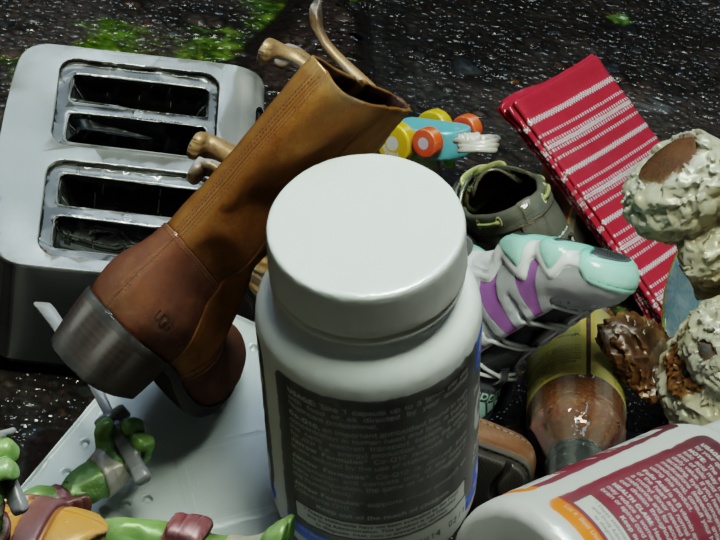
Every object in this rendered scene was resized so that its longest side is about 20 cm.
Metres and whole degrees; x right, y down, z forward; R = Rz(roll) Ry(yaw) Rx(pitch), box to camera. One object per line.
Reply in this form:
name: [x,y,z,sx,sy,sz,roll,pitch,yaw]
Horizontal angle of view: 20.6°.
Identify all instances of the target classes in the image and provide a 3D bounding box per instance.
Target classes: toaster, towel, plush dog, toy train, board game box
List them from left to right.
toaster: [-0.150,-0.036,1.245,0.198,0.119,0.182,6,54,-7]
board game box: [-0.068,0.120,1.078,0.199,0.026,0.200,22,52,21]
toy train: [0.001,-0.080,1.467,0.198,0.056,0.150,-1,17,-5]
towel: [0.192,-0.061,1.439,0.201,0.022,0.144,55,38,3]
plush dog: [0.241,0.035,1.185,0.160,0.173,0.200,20,11,-48]

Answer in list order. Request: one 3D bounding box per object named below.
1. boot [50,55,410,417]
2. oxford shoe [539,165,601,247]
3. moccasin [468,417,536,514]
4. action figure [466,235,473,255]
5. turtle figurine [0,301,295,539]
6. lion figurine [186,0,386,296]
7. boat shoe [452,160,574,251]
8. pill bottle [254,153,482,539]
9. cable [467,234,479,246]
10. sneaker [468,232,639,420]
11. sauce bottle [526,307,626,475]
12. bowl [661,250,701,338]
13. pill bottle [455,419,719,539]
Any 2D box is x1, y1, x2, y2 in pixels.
boot: [-0.053,-0.022,1.026,0.068,0.200,0.188,45,8,24]
oxford shoe: [0.163,-0.049,1.492,0.071,0.072,0.200,-14,25,22]
moccasin: [0.008,0.093,1.176,0.199,0.074,0.078,8,36,16]
action figure: [0.000,0.000,1.227,0.054,0.119,0.200,10,-1,-29]
turtle figurine: [-0.130,0.100,0.976,0.192,0.144,0.201,15,68,12]
lion figurine: [-0.026,-0.068,1.177,0.122,0.073,0.201,28,63,6]
boat shoe: [0.103,-0.046,1.405,0.072,0.061,0.202,-26,19,-3]
pill bottle: [0.005,0.046,0.989,0.113,0.201,0.114,-1,47,1]
cable: [0.003,-0.004,1.357,0.162,0.051,0.200,0,31,-16]
sneaker: [0.088,0.051,1.201,0.077,0.141,0.199,11,-6,-34]
sauce bottle: [0.132,0.088,1.222,0.065,0.067,0.200,11,29,2]
bowl: [0.297,0.043,1.282,0.199,0.202,0.108,19,-12,17]
pill bottle: [0.155,0.150,1.067,0.199,0.115,0.114,-17,38,-38]
